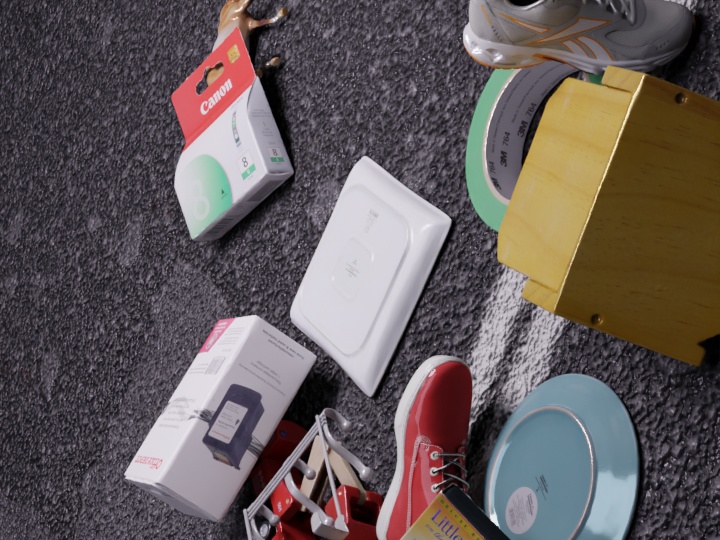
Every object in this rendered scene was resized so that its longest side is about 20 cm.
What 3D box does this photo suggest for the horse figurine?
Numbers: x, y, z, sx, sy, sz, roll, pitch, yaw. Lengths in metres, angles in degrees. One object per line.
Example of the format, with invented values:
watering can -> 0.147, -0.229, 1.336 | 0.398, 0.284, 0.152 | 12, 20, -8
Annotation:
horse figurine -> -0.143, -0.265, 2.160 | 0.132, 0.050, 0.202 | -15, 61, 47

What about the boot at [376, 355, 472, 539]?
boot -> 0.083, 0.186, 1.592 | 0.144, 0.072, 0.202 | 35, 117, 60

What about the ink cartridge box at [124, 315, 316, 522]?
ink cartridge box -> -0.148, 0.154, 1.869 | 0.201, 0.084, 0.145 | -59, 15, -14

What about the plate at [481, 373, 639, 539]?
plate -> 0.161, 0.185, 1.535 | 0.200, 0.025, 0.202 | -28, 54, 47

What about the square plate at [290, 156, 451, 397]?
square plate -> 0.000, 0.000, 1.851 | 0.200, 0.028, 0.199 | 40, 110, 54

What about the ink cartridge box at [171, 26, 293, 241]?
ink cartridge box -> -0.168, -0.160, 2.102 | 0.161, 0.050, 0.201 | -38, 67, 42

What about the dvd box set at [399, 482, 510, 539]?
dvd box set -> 0.070, 0.300, 1.541 | 0.146, 0.029, 0.200 | 44, 120, 13

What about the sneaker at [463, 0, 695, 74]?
sneaker -> 0.187, -0.221, 1.531 | 0.092, 0.198, 0.076 | 87, -176, -46

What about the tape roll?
tape roll -> 0.176, -0.123, 1.630 | 0.200, 0.048, 0.202 | -30, 52, 46

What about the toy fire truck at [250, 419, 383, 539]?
toy fire truck -> -0.050, 0.216, 1.808 | 0.141, 0.049, 0.201 | -50, 39, 31

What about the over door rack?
over door rack -> -0.052, 0.241, 1.678 | 0.148, 0.066, 0.200 | -54, 16, 23

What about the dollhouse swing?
dollhouse swing -> 0.227, -0.051, 1.487 | 0.176, 0.181, 0.201 | -108, 38, -85
